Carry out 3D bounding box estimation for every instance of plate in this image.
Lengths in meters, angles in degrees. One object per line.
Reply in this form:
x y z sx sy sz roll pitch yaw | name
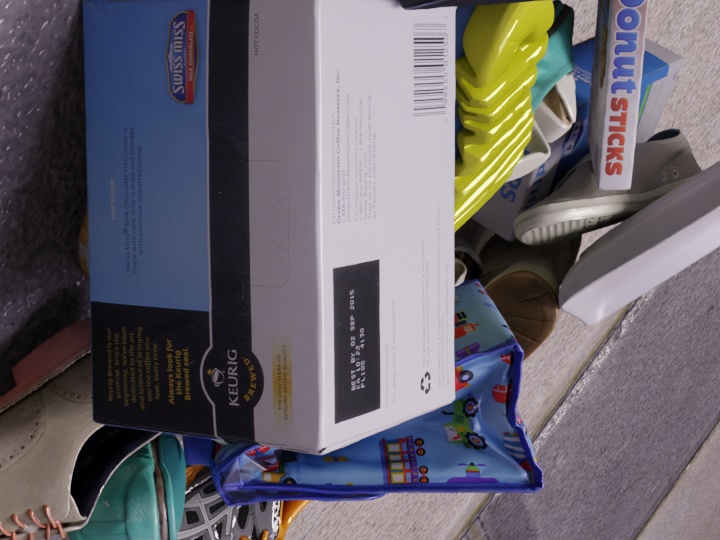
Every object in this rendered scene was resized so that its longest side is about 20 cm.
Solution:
0.227 -0.031 1.315 0.199 0.032 0.200 -34 168 8 | plate

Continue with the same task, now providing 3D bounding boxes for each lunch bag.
-0.008 0.082 1.101 0.151 0.198 0.095 -111 -169 -76 | lunch bag

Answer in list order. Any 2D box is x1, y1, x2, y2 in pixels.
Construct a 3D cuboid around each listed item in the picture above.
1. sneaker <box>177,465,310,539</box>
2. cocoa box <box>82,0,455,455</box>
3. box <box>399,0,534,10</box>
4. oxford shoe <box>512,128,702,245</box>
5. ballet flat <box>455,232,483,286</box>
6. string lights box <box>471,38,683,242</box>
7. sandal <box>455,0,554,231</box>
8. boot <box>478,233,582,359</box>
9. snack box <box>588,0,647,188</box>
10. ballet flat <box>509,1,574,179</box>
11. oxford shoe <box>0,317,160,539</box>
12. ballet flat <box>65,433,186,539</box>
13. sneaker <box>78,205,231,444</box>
-0.089 0.165 1.191 0.200 0.077 0.078 -47 157 -20 | sneaker
-0.041 -0.029 0.879 0.133 0.130 0.202 -12 103 -59 | cocoa box
0.108 -0.231 0.855 0.197 0.123 0.202 -10 91 -41 | box
0.169 -0.059 1.301 0.199 0.058 0.075 -18 179 -45 | oxford shoe
0.017 0.011 1.216 0.200 0.068 0.068 -27 144 -50 | ballet flat
0.151 -0.102 1.352 0.200 0.059 0.103 -26 142 -51 | string lights box
0.046 -0.095 1.009 0.079 0.087 0.201 -44 159 -33 | sandal
0.075 0.043 1.359 0.200 0.072 0.155 -40 -173 26 | boot
0.165 -0.156 1.194 0.072 0.024 0.201 -88 178 -57 | snack box
0.096 -0.101 1.173 0.067 0.071 0.200 -30 -169 39 | ballet flat
-0.178 0.110 0.932 0.200 0.074 0.071 -44 155 -11 | oxford shoe
-0.135 0.124 1.047 0.200 0.070 0.068 -172 -102 -87 | ballet flat
-0.088 0.017 0.989 0.076 0.087 0.201 -45 153 -23 | sneaker
